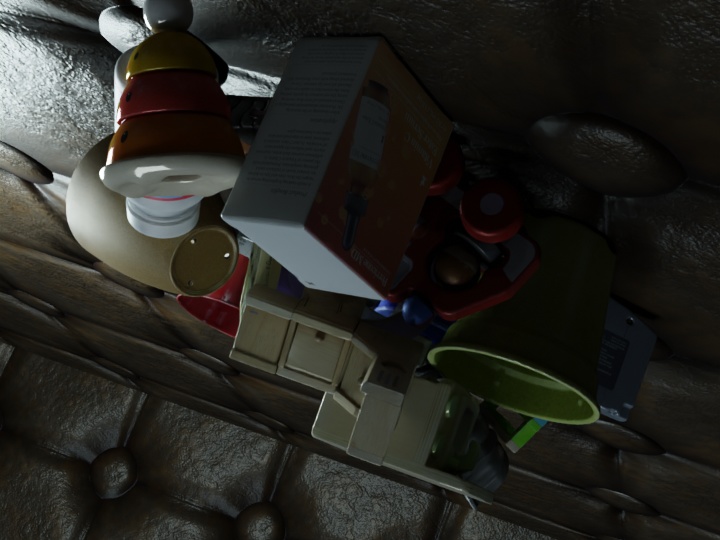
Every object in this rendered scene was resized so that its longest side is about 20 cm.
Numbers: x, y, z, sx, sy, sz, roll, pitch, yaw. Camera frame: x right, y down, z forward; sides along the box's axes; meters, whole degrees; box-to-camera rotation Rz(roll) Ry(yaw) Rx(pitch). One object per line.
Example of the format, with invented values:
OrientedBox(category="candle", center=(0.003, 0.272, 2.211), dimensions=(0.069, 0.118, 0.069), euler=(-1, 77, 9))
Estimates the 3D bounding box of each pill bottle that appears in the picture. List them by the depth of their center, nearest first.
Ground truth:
OrientedBox(category="pill bottle", center=(-0.211, -0.137, 1.305), dimensions=(0.108, 0.109, 0.201), euler=(19, 133, 10))

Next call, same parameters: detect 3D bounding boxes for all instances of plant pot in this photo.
OrientedBox(category="plant pot", center=(0.196, 0.045, 1.340), dimensions=(0.198, 0.186, 0.201), euler=(19, 163, 6))
OrientedBox(category="plant pot", center=(-0.236, -0.053, 1.469), dimensions=(0.186, 0.187, 0.200), euler=(40, 180, -44))

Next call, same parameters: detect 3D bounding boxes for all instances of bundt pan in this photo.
OrientedBox(category="bundt pan", center=(0.125, 0.204, 1.557), dimensions=(0.203, 0.075, 0.202), euler=(59, 179, 2))

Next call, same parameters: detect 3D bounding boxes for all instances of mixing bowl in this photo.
OrientedBox(category="mixing bowl", center=(-0.177, 0.036, 1.901), dimensions=(0.198, 0.109, 0.200), euler=(21, 162, 7))

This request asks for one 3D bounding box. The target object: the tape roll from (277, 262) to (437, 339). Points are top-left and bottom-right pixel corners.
OrientedBox(category="tape roll", center=(0.000, 0.000, 1.423), dimensions=(0.198, 0.202, 0.085), euler=(25, 163, -10))

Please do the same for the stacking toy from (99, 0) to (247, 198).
OrientedBox(category="stacking toy", center=(-0.182, -0.176, 1.158), dimensions=(0.144, 0.203, 0.146), euler=(-5, 174, 0))

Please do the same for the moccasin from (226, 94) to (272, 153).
OrientedBox(category="moccasin", center=(-0.082, -0.144, 1.314), dimensions=(0.200, 0.074, 0.078), euler=(7, 163, 37))

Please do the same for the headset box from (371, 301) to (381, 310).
OrientedBox(category="headset box", center=(-0.045, -0.008, 1.660), dimensions=(0.148, 0.076, 0.200), euler=(4, 155, 47))

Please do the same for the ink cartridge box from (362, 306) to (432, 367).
OrientedBox(category="ink cartridge box", center=(-0.025, 0.070, 1.553), dimensions=(0.199, 0.044, 0.196), euler=(27, 167, -9))

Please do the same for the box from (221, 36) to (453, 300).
OrientedBox(category="box", center=(-0.017, -0.098, 1.155), dimensions=(0.106, 0.202, 0.152), euler=(8, 159, 38))

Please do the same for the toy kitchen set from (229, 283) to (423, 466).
OrientedBox(category="toy kitchen set", center=(-0.034, 0.064, 1.249), dimensions=(0.198, 0.165, 0.181), euler=(19, -165, 4))

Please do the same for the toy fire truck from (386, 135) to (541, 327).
OrientedBox(category="toy fire truck", center=(0.077, -0.030, 1.247), dimensions=(0.200, 0.168, 0.112), euler=(40, 171, 23))

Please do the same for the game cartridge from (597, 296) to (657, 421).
OrientedBox(category="game cartridge", center=(0.255, 0.082, 1.461), dimensions=(0.198, 0.134, 0.042), euler=(25, 162, -7))

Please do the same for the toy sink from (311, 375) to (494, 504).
OrientedBox(category="toy sink", center=(0.067, 0.179, 1.398), dimensions=(0.198, 0.113, 0.130), euler=(16, 171, 25))

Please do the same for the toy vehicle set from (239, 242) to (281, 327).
OrientedBox(category="toy vehicle set", center=(-0.107, -0.022, 1.389), dimensions=(0.026, 0.202, 0.124), euler=(10, -159, -10))

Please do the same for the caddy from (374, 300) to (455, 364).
OrientedBox(category="caddy", center=(0.107, 0.078, 1.612), dimensions=(0.141, 0.106, 0.199), euler=(4, 155, 48))

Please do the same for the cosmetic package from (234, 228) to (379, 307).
OrientedBox(category="cosmetic package", center=(-0.053, -0.042, 1.515), dimensions=(0.199, 0.114, 0.081), euler=(28, 163, -11))

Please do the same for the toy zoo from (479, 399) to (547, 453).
OrientedBox(category="toy zoo", center=(0.243, 0.134, 1.553), dimensions=(0.020, 0.200, 0.131), euler=(43, -178, -18))
